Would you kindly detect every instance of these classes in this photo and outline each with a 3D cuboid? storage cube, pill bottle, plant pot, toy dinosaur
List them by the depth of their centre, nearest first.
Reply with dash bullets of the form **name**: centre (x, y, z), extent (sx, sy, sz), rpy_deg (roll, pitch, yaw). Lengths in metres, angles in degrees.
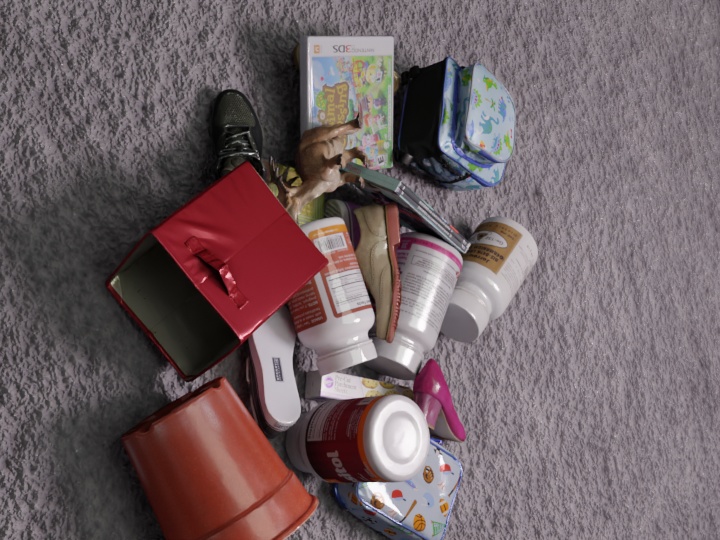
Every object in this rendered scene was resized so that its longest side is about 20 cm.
- **plant pot**: centre (-0.185, 0.251, 1.341), extent (0.200, 0.200, 0.197), rpy_deg (-32, 94, -40)
- **storage cube**: centre (-0.179, 0.003, 1.372), extent (0.171, 0.200, 0.180), rpy_deg (50, 51, -3)
- **pill bottle**: centre (-0.010, 0.231, 1.478), extent (0.112, 0.199, 0.114), rpy_deg (9, 75, -39)
- **pill bottle**: centre (-0.046, 0.037, 1.505), extent (0.111, 0.112, 0.202), rpy_deg (-14, 84, -41)
- **toy dinosaur**: centre (-0.064, -0.155, 1.527), extent (0.201, 0.134, 0.086), rpy_deg (-74, 152, -43)
- **pill bottle**: centre (0.073, 0.055, 1.639), extent (0.113, 0.113, 0.202), rpy_deg (33, 67, -31)
- **pill bottle**: centre (0.196, 0.016, 1.758), extent (0.115, 0.114, 0.200), rpy_deg (52, 53, -20)

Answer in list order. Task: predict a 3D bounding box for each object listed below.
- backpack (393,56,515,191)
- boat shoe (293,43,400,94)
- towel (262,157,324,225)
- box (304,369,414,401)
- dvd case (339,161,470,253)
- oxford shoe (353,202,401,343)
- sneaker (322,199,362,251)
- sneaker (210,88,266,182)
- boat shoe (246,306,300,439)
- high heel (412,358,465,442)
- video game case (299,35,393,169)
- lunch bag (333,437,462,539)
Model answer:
- **backpack**: centre (0.167, -0.225, 1.747), extent (0.199, 0.146, 0.185), rpy_deg (30, 60, -50)
- **boat shoe**: centre (-0.008, -0.309, 1.680), extent (0.198, 0.064, 0.072), rpy_deg (9, 76, -39)
- **towel**: centre (-0.113, -0.061, 1.568), extent (0.143, 0.023, 0.203), rpy_deg (12, 74, -40)
- **box**: centre (0.007, 0.182, 1.610), extent (0.199, 0.038, 0.042), rpy_deg (17, 70, -38)
- **dvd case**: centre (0.062, -0.097, 1.623), extent (0.200, 0.145, 0.022), rpy_deg (39, 81, -46)
- **oxford shoe**: centre (0.021, 0.004, 1.558), extent (0.074, 0.070, 0.203), rpy_deg (-2, 77, 1)
- **sneaker**: centre (0.000, 0.000, 1.623), extent (0.114, 0.072, 0.203), rpy_deg (14, 72, -41)
- **sneaker**: centre (-0.163, -0.162, 1.478), extent (0.075, 0.114, 0.202), rpy_deg (0, 76, -12)
- **boat shoe**: centre (-0.126, 0.133, 1.490), extent (0.071, 0.068, 0.202), rpy_deg (9, 54, -32)
- **high heel**: centre (0.129, 0.202, 1.651), extent (0.200, 0.067, 0.097), rpy_deg (45, 59, -66)
- **video game case**: centre (-0.018, -0.247, 1.623), extent (0.181, 0.022, 0.203), rpy_deg (-12, 107, -44)
- **lunch bag**: centre (0.061, 0.307, 1.610), extent (0.199, 0.075, 0.162), rpy_deg (37, 57, -29)
